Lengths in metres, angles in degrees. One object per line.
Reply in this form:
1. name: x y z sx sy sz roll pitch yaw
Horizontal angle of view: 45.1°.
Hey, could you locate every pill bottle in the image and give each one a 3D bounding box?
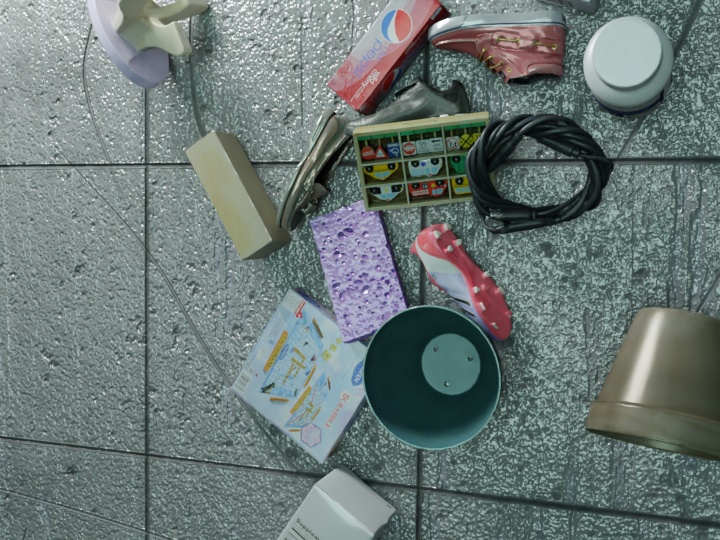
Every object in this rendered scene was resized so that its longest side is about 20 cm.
1. pill bottle: 0.347 -0.263 1.124 0.110 0.200 0.112 1 93 19

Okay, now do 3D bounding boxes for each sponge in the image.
1. sponge: 0.000 0.000 1.333 0.110 0.030 0.202 -18 79 10

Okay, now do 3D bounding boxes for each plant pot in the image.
1. plant pot: 0.413 0.148 1.144 0.198 0.200 0.175 11 80 19
2. plant pot: 0.117 0.145 1.262 0.198 0.135 0.203 1 94 19

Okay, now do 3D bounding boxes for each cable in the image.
1. cable: 0.250 -0.139 1.213 0.198 0.051 0.165 -10 106 14

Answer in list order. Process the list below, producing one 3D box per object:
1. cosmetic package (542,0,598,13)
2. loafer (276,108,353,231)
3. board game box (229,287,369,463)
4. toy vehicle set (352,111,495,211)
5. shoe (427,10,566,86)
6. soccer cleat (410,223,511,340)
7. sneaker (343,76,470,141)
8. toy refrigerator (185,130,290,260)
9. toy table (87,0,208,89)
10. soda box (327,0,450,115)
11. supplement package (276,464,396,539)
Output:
1. cosmetic package: 0.306 -0.472 1.197 0.101 0.071 0.202 19 99 18
2. loafer: -0.067 -0.148 1.351 0.062 0.072 0.202 26 98 9
3. board game box: -0.081 0.166 1.383 0.199 0.041 0.201 36 103 15
4. toy vehicle set: 0.095 -0.158 1.269 0.198 0.027 0.125 -5 118 11
5. shoe: 0.194 -0.313 1.244 0.198 0.071 0.092 -1 87 15
6. soccer cleat: 0.151 0.022 1.291 0.201 0.067 0.076 55 139 4
7. sneaker: 0.071 -0.240 1.297 0.198 0.066 0.092 -6 86 13
8. toy refrigerator: -0.198 -0.118 1.393 0.070 0.076 0.201 -30 83 18
9. toy table: -0.344 -0.408 1.387 0.117 0.184 0.201 -26 97 35
10. soda box: 0.042 -0.333 1.303 0.070 0.063 0.200 43 105 12
11. supplement package: -0.056 0.427 1.346 0.119 0.121 0.201 37 103 14
